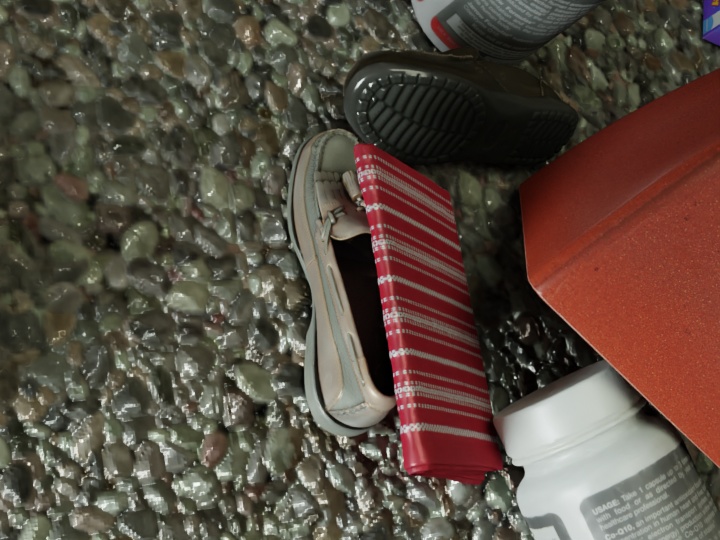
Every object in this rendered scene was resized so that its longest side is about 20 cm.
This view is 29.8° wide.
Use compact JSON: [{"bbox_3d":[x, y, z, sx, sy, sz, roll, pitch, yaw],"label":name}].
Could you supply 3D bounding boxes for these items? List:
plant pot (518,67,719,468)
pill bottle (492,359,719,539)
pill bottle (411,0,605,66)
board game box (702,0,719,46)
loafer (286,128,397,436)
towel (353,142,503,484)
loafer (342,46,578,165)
[{"bbox_3d":[0.236,-0.018,0.877,0.200,0.176,0.200,42,19,-11],"label":"plant pot"},{"bbox_3d":[0.169,0.163,0.857,0.113,0.113,0.200,-24,86,-36],"label":"pill bottle"},{"bbox_3d":[0.130,-0.226,0.925,0.114,0.200,0.114,11,67,-28],"label":"pill bottle"},{"bbox_3d":[0.389,-0.231,1.183,0.200,0.045,0.135,19,63,-25],"label":"board game box"},{"bbox_3d":[0.000,0.000,0.843,0.072,0.063,0.200,7,69,-30],"label":"loafer"},{"bbox_3d":[0.041,0.032,0.838,0.145,0.022,0.200,23,55,-65],"label":"towel"},{"bbox_3d":[0.060,-0.116,0.927,0.200,0.073,0.071,7,41,-42],"label":"loafer"}]
